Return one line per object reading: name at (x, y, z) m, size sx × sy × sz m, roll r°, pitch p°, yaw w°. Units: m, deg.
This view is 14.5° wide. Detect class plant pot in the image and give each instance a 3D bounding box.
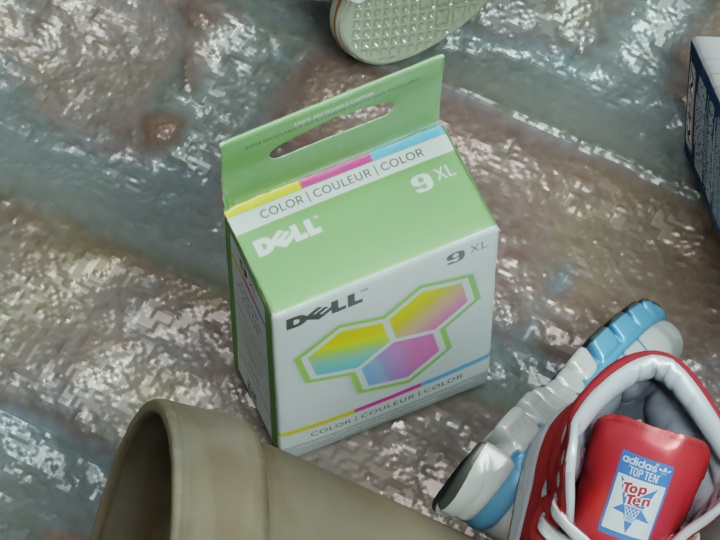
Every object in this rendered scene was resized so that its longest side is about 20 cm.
plant pot at (-0.019, 0.165, 1.143) m, size 0.173 × 0.200 × 0.200 m, roll 12°, pitch 60°, yaw -14°

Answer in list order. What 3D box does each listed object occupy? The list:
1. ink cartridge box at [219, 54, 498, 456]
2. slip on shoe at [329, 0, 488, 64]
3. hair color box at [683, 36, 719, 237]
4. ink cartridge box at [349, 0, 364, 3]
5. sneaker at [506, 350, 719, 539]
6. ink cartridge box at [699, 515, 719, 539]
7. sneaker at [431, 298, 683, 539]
ink cartridge box at (0.000, 0.000, 1.210) m, size 0.104 × 0.200 × 0.059 m, roll -21°, pitch 64°, yaw -11°
slip on shoe at (0.044, -0.182, 1.397) m, size 0.061 × 0.074 × 0.200 m, roll 12°, pitch 62°, yaw 46°
hair color box at (0.205, -0.050, 1.258) m, size 0.100 × 0.061 × 0.200 m, roll 1°, pitch 20°, yaw -1°
ink cartridge box at (0.018, -0.237, 1.348) m, size 0.145 × 0.084 × 0.200 m, roll -29°, pitch 39°, yaw 6°
sneaker at (0.089, 0.125, 1.050) m, size 0.071 × 0.112 × 0.200 m, roll 12°, pitch 64°, yaw -9°
ink cartridge box at (0.179, 0.187, 1.058) m, size 0.128 × 0.125 × 0.200 m, roll 11°, pitch 61°, yaw -11°
sneaker at (0.105, 0.081, 1.212) m, size 0.087 × 0.075 × 0.200 m, roll 41°, pitch 33°, yaw 6°
